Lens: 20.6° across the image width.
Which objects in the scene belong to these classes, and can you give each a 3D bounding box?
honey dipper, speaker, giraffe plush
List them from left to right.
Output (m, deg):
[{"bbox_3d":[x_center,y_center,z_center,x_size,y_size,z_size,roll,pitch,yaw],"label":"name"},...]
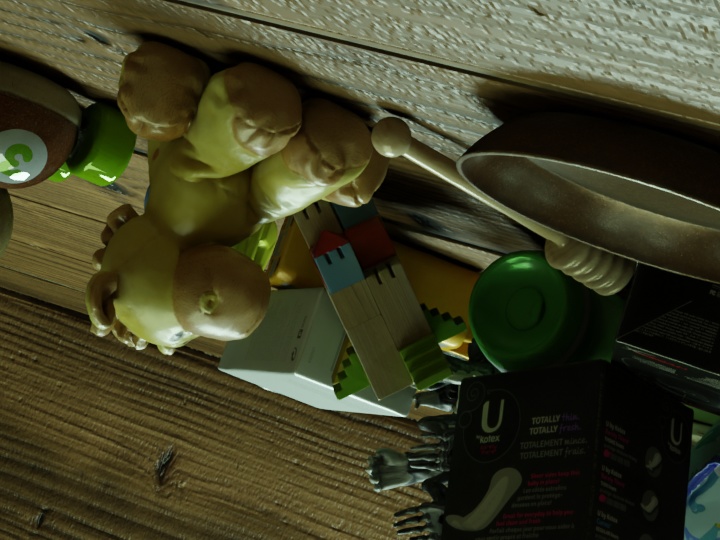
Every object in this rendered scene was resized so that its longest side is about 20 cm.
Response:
[{"bbox_3d":[-0.097,-0.029,1.165,0.172,0.164,0.199,25,170,-41],"label":"giraffe plush"},{"bbox_3d":[0.083,-0.040,1.146,0.199,0.038,0.038,28,169,-35],"label":"honey dipper"},{"bbox_3d":[0.148,0.050,1.365,0.088,0.089,0.200,14,172,31],"label":"speaker"}]

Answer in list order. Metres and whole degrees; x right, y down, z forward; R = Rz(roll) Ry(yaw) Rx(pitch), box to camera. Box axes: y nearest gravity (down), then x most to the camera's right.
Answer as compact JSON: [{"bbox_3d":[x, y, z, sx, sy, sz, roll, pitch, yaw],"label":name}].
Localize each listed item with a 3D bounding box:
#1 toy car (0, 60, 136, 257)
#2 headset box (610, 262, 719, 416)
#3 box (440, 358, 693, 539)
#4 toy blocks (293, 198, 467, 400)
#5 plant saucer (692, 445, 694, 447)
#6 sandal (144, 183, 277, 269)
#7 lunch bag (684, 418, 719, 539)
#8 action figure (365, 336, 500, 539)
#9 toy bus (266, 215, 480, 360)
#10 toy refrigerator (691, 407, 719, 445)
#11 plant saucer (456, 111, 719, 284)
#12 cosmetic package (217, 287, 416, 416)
[{"bbox_3d":[-0.277,-0.044,1.374,0.163,0.202,0.157,23,172,-31],"label":"toy car"},{"bbox_3d":[0.233,0.046,1.216,0.147,0.078,0.200,18,174,9],"label":"headset box"},{"bbox_3d":[0.126,0.171,1.241,0.121,0.202,0.106,-10,153,42],"label":"box"},{"bbox_3d":[0.000,0.000,1.324,0.099,0.138,0.200,-25,-170,0],"label":"toy blocks"},{"bbox_3d":[0.260,0.160,1.564,0.200,0.203,0.039,23,137,-27],"label":"plant saucer"},{"bbox_3d":[-0.137,-0.036,1.585,0.086,0.080,0.200,20,172,17],"label":"sandal"},{"bbox_3d":[0.246,0.182,1.357,0.127,0.201,0.170,42,-143,10],"label":"lunch bag"},{"bbox_3d":[0.056,0.108,1.396,0.101,0.120,0.200,6,-162,4],"label":"action figure"},{"bbox_3d":[0.027,0.013,1.563,0.198,0.066,0.078,21,171,-11],"label":"toy bus"},{"bbox_3d":[0.310,0.104,1.458,0.199,0.077,0.070,14,172,37],"label":"toy refrigerator"},{"bbox_3d":[0.147,-0.037,0.999,0.198,0.035,0.200,19,174,2],"label":"plant saucer"},{"bbox_3d":[-0.030,0.062,1.535,0.101,0.075,0.200,23,172,-20],"label":"cosmetic package"}]
